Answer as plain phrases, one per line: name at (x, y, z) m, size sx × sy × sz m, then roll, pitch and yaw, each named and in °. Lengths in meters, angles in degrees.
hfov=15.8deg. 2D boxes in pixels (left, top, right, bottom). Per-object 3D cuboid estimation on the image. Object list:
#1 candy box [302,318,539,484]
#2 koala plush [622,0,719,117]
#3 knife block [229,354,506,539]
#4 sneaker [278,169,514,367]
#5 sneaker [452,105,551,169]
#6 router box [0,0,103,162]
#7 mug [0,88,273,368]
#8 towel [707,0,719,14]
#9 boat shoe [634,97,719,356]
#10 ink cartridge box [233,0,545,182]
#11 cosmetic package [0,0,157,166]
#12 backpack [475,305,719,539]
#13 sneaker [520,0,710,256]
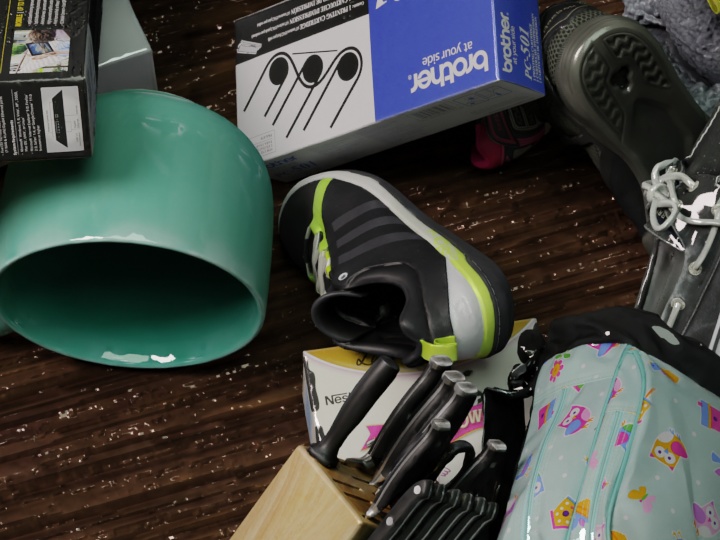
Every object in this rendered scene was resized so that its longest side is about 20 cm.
candy box at (0.048, 0.135, 1.415) m, size 0.136 × 0.061 × 0.201 m, roll -9°, pitch 65°, yaw -6°
koala plush at (0.237, -0.188, 1.494) m, size 0.177 × 0.200 × 0.184 m, roll -23°, pitch 67°, yaw -11°
knife block at (-0.018, 0.133, 1.341) m, size 0.199 × 0.064 × 0.176 m, roll -14°, pitch 63°, yaw 41°
sneaker at (0.000, 0.000, 1.424) m, size 0.083 × 0.072 × 0.200 m, roll -19°, pitch 28°, yaw -31°
sneaker at (0.032, -0.143, 1.536) m, size 0.200 × 0.081 × 0.075 m, roll 39°, pitch 72°, yaw 15°
router box at (-0.216, -0.123, 1.404) m, size 0.148 × 0.051 × 0.200 m, roll -3°, pitch 30°, yaw -2°
mug at (-0.140, -0.030, 1.440) m, size 0.184 × 0.152 × 0.115 m, roll 4°, pitch 62°, yaw 1°
towel at (0.252, -0.220, 1.398) m, size 0.199 × 0.018 × 0.086 m, roll -30°, pitch 88°, yaw -16°
boat shoe at (0.184, -0.028, 1.410) m, size 0.068 × 0.074 × 0.200 m, roll 10°, pitch 107°, yaw -13°
ink cartridge box at (0.013, -0.121, 1.469) m, size 0.199 × 0.044 × 0.094 m, roll -17°, pitch 69°, yaw 40°
cosmetic package at (-0.229, -0.117, 1.523) m, size 0.199 × 0.071 × 0.102 m, roll -21°, pitch 65°, yaw -10°
backpack at (0.138, 0.131, 1.319) m, size 0.167 × 0.126 × 0.201 m, roll 35°, pitch 52°, yaw -17°
sneaker at (0.154, -0.078, 1.479) m, size 0.076 × 0.200 × 0.114 m, roll -41°, pitch 33°, yaw -2°
